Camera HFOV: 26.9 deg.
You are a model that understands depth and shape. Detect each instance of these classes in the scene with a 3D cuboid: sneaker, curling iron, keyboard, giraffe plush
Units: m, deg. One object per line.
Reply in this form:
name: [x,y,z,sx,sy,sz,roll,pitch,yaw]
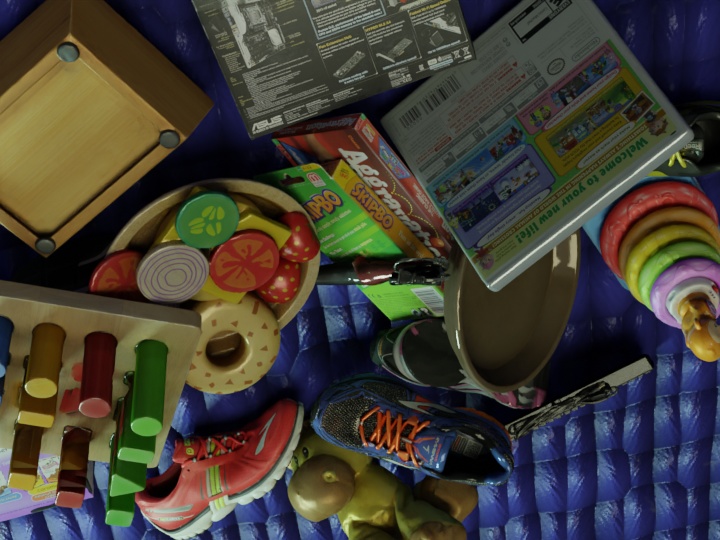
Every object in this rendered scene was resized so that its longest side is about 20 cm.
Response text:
sneaker: [0.246,-0.113,1.262,0.198,0.085,0.075,-7,99,-10]
sneaker: [0.093,0.077,1.398,0.199,0.086,0.081,19,81,-38]
sneaker: [0.052,0.144,1.330,0.198,0.078,0.076,13,99,-15]
sneaker: [-0.202,0.027,1.309,0.199,0.076,0.116,-19,124,2]
curling iron: [0.000,0.000,1.282,0.049,0.199,0.026,2,89,-40]
sneaker: [-0.137,0.183,1.433,0.200,0.077,0.085,-40,116,18]
keyboard: [0.187,0.132,1.424,0.199,0.127,0.021,-29,84,11]
giraffe plush: [0.000,0.209,1.426,0.172,0.200,0.162,-43,103,13]

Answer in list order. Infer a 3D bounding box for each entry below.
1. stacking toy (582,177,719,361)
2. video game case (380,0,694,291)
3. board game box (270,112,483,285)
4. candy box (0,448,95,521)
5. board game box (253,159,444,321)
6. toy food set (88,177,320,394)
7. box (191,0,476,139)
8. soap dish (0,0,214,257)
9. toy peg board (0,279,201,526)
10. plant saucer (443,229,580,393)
stacking toy: [0.275,0.007,1.290,0.109,0.201,0.116,-30,123,14]
video game case: [0.136,-0.114,1.202,0.200,0.183,0.022,-38,155,14]
board game box: [0.018,-0.055,1.283,0.102,0.020,0.200,-4,138,44]
candy box: [-0.352,0.135,1.367,0.166,0.072,0.201,-14,127,2]
board game box: [0.001,-0.028,1.295,0.095,0.030,0.200,-8,138,49]
toy food set: [-0.127,0.009,1.258,0.197,0.049,0.200,23,115,-36]
box: [-0.025,-0.208,1.185,0.199,0.050,0.158,-19,125,5]
soap dish: [-0.241,-0.114,1.201,0.200,0.081,0.157,-37,122,18]
toy peg board: [-0.248,0.119,1.239,0.197,0.098,0.201,10,135,-14]
plant saucer: [0.131,0.006,1.303,0.029,0.200,0.201,13,137,36]
